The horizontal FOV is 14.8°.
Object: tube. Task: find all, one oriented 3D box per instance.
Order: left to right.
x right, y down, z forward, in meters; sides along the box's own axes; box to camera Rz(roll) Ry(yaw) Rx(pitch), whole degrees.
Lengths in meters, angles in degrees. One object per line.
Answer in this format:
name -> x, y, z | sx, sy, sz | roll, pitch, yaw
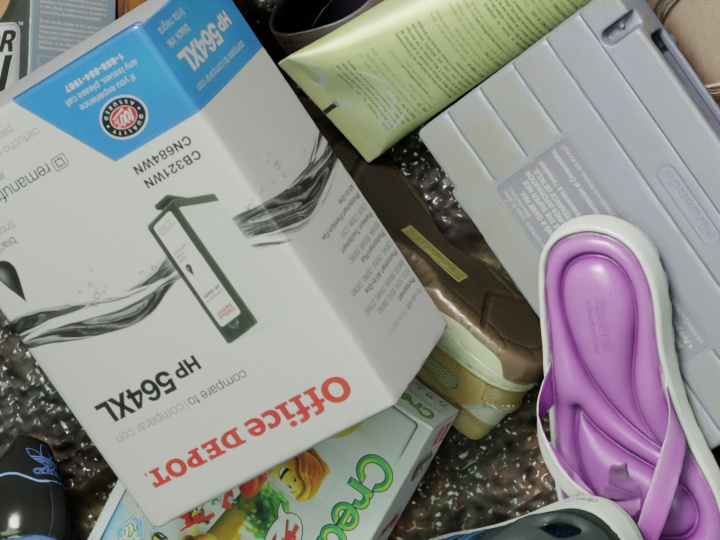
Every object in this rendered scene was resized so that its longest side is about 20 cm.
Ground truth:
tube -> 0.063, -0.126, 1.265 | 0.200, 0.052, 0.058 | -33, 88, 15

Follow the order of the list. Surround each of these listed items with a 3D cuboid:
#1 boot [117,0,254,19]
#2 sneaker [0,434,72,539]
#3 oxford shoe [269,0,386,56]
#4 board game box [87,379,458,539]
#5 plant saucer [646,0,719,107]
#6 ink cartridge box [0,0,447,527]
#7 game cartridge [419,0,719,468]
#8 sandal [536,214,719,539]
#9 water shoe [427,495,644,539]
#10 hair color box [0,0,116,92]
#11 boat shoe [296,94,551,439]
boot -> -0.085, -0.071, 1.291 | 0.068, 0.188, 0.201 | 7, 92, -25
sneaker -> -0.225, 0.150, 1.397 | 0.200, 0.070, 0.078 | -24, 57, 25
oxford shoe -> 0.040, -0.164, 1.287 | 0.200, 0.072, 0.071 | -48, 54, 12
board game box -> -0.052, 0.114, 1.326 | 0.126, 0.035, 0.200 | 35, 115, 15
plant saucer -> 0.164, -0.107, 1.277 | 0.199, 0.032, 0.201 | 0, 92, 18
ink cartridge box -> -0.079, -0.008, 1.219 | 0.146, 0.084, 0.200 | -29, 102, 28
game cartridge -> 0.129, -0.016, 1.262 | 0.130, 0.038, 0.200 | -35, 89, 35
sandal -> 0.114, 0.077, 1.253 | 0.082, 0.050, 0.203 | -10, 103, 30
water shoe -> 0.041, 0.155, 1.265 | 0.200, 0.079, 0.072 | -35, 79, 41
hair color box -> -0.172, -0.144, 1.354 | 0.099, 0.061, 0.201 | 1, 89, 41
boat shoe -> 0.000, 0.000, 1.315 | 0.200, 0.072, 0.076 | 47, 123, 18
